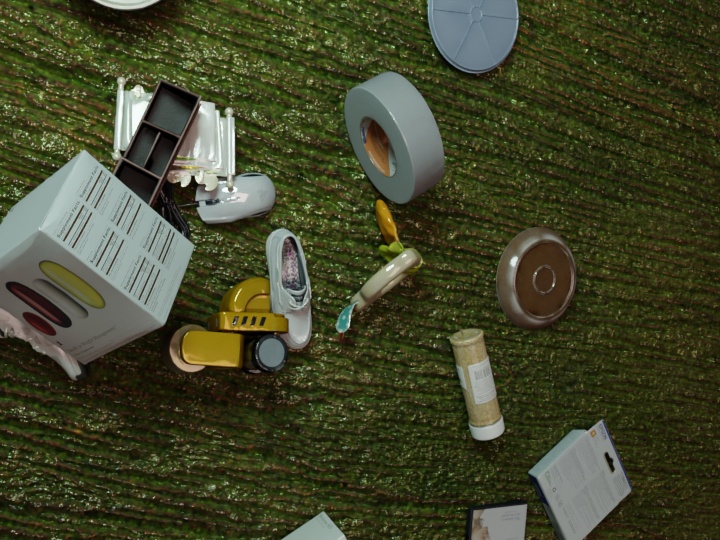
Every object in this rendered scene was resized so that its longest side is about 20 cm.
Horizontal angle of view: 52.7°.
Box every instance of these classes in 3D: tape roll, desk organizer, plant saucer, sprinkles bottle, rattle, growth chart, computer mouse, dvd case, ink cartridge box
[{"bbox_3d":[0.053,-0.215,1.190,0.065,0.199,0.205,-28,106,-19],"label":"tape roll"},{"bbox_3d":[-0.302,-0.174,1.052,0.070,0.077,0.204,25,86,-16],"label":"desk organizer"},{"bbox_3d":[0.359,0.018,1.446,0.195,0.032,0.207,-2,95,-25],"label":"plant saucer"},{"bbox_3d":[0.223,0.216,1.384,0.067,0.068,0.206,-19,103,-21],"label":"sprinkles bottle"},{"bbox_3d":[0.000,0.000,1.262,0.198,0.130,0.144,-37,99,12],"label":"rattle"},{"bbox_3d":[-0.282,-0.203,1.114,0.194,0.018,0.149,10,81,-19],"label":"growth chart"},{"bbox_3d":[-0.224,-0.114,1.159,0.195,0.044,0.113,-14,100,-23],"label":"computer mouse"},{"bbox_3d":[0.269,0.572,1.469,0.139,0.017,0.207,2,95,-25],"label":"dvd case"},{"bbox_3d":[0.465,0.444,1.532,0.198,0.040,0.203,-33,108,-18],"label":"ink cartridge box"}]

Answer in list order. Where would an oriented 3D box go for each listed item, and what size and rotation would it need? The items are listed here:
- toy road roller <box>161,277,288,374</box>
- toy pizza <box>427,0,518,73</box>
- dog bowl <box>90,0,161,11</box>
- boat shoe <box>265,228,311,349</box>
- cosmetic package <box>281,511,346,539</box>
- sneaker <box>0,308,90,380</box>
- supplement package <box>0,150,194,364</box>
[{"bbox_3d":[-0.209,0.087,1.151,0.195,0.122,0.151,4,80,-25],"label":"toy road roller"},{"bbox_3d":[0.203,-0.464,1.324,0.195,0.032,0.207,-3,98,-25],"label":"toy pizza"},{"bbox_3d":[-0.352,-0.474,1.048,0.195,0.073,0.207,-3,96,-25],"label":"dog bowl"},{"bbox_3d":[-0.112,0.034,1.212,0.070,0.068,0.207,-6,98,-23],"label":"boat shoe"},{"bbox_3d":[-0.112,0.517,1.234,0.197,0.107,0.087,-30,106,-20],"label":"cosmetic package"},{"bbox_3d":[-0.484,0.088,1.057,0.113,0.076,0.204,-29,99,-9],"label":"sneaker"},{"bbox_3d":[-0.373,-0.009,0.983,0.200,0.188,0.150,44,38,-31],"label":"supplement package"}]
